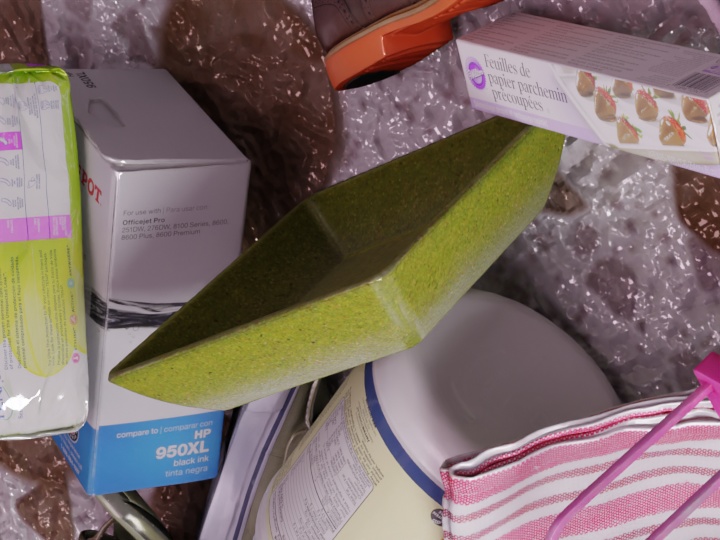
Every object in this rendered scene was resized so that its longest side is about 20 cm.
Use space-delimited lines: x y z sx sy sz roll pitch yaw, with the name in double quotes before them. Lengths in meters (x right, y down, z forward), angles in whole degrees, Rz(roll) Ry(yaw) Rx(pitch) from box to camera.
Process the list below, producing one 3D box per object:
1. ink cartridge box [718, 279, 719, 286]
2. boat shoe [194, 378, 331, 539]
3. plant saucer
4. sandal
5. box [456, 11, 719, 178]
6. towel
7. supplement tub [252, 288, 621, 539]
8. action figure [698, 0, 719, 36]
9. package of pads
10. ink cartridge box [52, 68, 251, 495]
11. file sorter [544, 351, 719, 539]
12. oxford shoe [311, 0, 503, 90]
"ink cartridge box" 0.255 -0.043 0.861 0.068 0.116 0.200 52 129 12
"boat shoe" -0.044 0.095 1.197 0.062 0.072 0.201 16 120 -7
"plant saucer" 0.000 0.000 1.038 0.199 0.200 0.048 -21 106 42
"sandal" -0.140 0.185 1.252 0.080 0.057 0.202 47 157 28
"box" 0.116 -0.084 0.959 0.200 0.041 0.039 23 134 57
"towel" 0.114 0.145 0.994 0.030 0.145 0.201 -114 12 -48
"supplement tub" 0.033 0.123 1.081 0.145 0.145 0.200 48 129 16
"action figure" 0.186 -0.139 0.827 0.148 0.200 0.134 -33 102 19
"package of pads" -0.202 -0.010 1.148 0.154 0.068 0.202 -178 84 -66
"ink cartridge box" -0.133 0.002 1.181 0.145 0.084 0.201 46 134 53
"file sorter" 0.189 0.153 0.851 0.200 0.125 0.139 32 159 55
"oxford shoe" 0.041 -0.159 1.027 0.199 0.071 0.073 -28 82 42
